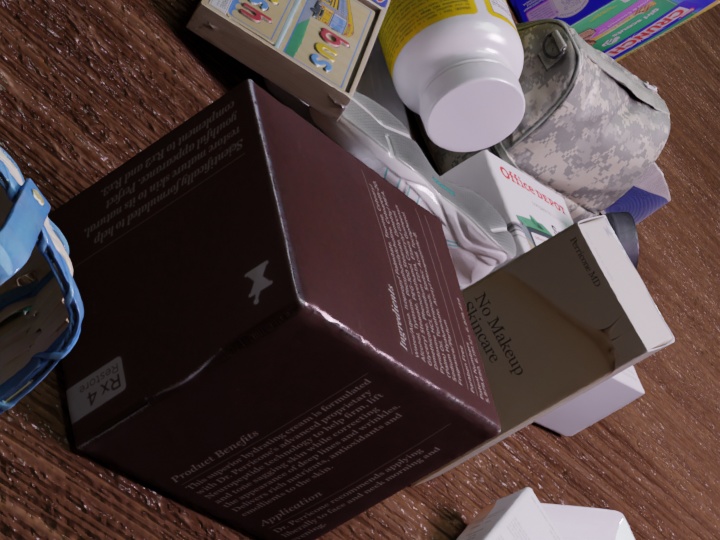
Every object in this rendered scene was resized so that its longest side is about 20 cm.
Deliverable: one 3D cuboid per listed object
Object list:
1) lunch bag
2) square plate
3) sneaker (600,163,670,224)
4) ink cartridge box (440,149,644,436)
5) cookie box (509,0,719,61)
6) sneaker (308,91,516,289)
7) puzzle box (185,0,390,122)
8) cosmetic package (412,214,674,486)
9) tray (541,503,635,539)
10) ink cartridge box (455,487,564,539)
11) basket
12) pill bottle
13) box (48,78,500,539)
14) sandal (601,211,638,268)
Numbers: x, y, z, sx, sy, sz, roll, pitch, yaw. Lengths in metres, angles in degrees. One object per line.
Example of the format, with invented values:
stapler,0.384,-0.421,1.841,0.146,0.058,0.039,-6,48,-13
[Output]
lunch bag,0.167,-0.129,1.928,0.200,0.167,0.140,27,37,-52
square plate,-0.028,-0.162,1.749,0.200,0.028,0.199,38,30,-40
sneaker,0.240,-0.146,2.221,0.199,0.080,0.115,44,28,-27
ink cartridge box,0.134,0.018,1.777,0.146,0.084,0.201,26,39,-54
cookie box,0.281,-0.299,2.393,0.200,0.171,0.076,5,59,-63
sneaker,0.026,-0.056,1.657,0.200,0.080,0.071,43,24,-16
puzzle box,-0.049,-0.200,1.656,0.133,0.025,0.200,32,32,-9
cosmetic package,0.102,0.056,1.506,0.104,0.200,0.073,60,23,8
tray,0.176,0.232,1.667,0.200,0.022,0.108,15,46,-59
ink cartridge box,0.102,0.264,1.470,0.163,0.050,0.200,56,40,-5
basket,-0.205,0.014,0.950,0.140,0.176,0.200,58,11,-9
pill bottle,0.071,-0.199,1.825,0.112,0.112,0.201,35,30,-44
box,-0.051,0.032,1.260,0.200,0.165,0.165,35,32,-46
sandal,0.206,-0.003,1.883,0.200,0.043,0.077,157,-70,-75
